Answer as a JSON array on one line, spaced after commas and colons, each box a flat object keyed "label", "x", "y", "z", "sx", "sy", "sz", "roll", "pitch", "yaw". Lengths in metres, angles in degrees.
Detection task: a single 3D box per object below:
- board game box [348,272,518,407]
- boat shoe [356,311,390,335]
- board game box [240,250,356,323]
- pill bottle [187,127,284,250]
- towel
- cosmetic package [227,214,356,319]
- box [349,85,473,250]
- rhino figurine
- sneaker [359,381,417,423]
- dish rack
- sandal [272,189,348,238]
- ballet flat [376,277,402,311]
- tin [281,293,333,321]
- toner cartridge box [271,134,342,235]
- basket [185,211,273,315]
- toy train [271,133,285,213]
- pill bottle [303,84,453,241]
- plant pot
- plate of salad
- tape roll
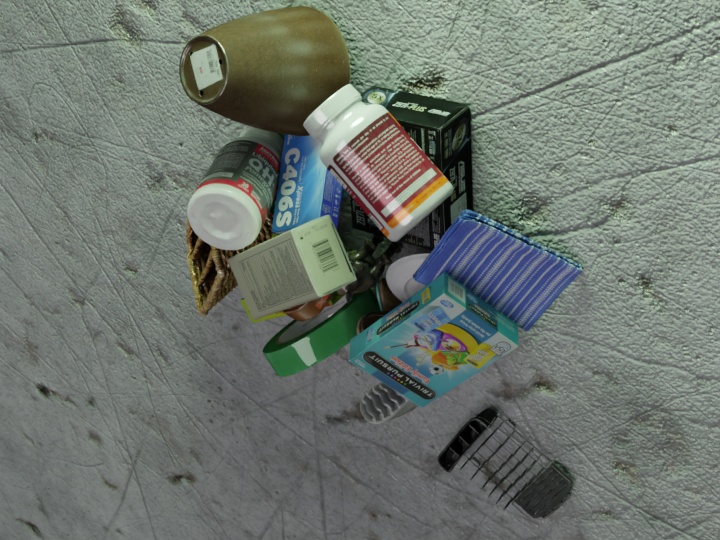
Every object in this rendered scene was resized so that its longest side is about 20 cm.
[{"label": "board game box", "x": 0.105, "y": 0.106, "z": 1.681, "sx": 0.151, "sy": 0.047, "sz": 0.200, "roll": 34, "pitch": 127, "yaw": -25}, {"label": "boat shoe", "x": 0.097, "y": 0.095, "z": 1.751, "sx": 0.202, "sy": 0.075, "sz": 0.075, "roll": 11, "pitch": 155, "yaw": -11}, {"label": "board game box", "x": -0.094, "y": 0.028, "z": 1.899, "sx": 0.200, "sy": 0.102, "sz": 0.048, "roll": -14, "pitch": 111, "yaw": 44}, {"label": "pill bottle", "x": -0.175, "y": -0.130, "z": 1.727, "sx": 0.111, "sy": 0.200, "sz": 0.111, "roll": 8, "pitch": 130, "yaw": 10}, {"label": "towel", "x": 0.190, "y": 0.004, "z": 1.620, "sx": 0.200, "sy": 0.024, "sz": 0.145, "roll": 24, "pitch": 128, "yaw": -15}, {"label": "cosmetic package", "x": -0.100, "y": -0.002, "z": 1.648, "sx": 0.200, "sy": 0.071, "sz": 0.105, "roll": -17, "pitch": 96, "yaw": 56}, {"label": "box", "x": 0.069, "y": -0.145, "z": 1.650, "sx": 0.164, "sy": 0.086, "sz": 0.200, "roll": 16, "pitch": 128, "yaw": 30}, {"label": "rhino figurine", "x": 0.000, "y": 0.000, "z": 1.717, "sx": 0.060, "sy": 0.200, "sz": 0.087, "roll": 44, "pitch": 107, "yaw": 2}, {"label": "sneaker", "x": 0.090, "y": 0.173, "z": 1.830, "sx": 0.075, "sy": 0.200, "sz": 0.082, "roll": 61, "pitch": -176, "yaw": 15}, {"label": "dish rack", "x": 0.238, "y": 0.323, "z": 1.872, "sx": 0.200, "sy": 0.055, "sz": 0.153, "roll": 41, "pitch": 138, "yaw": 9}, {"label": "sandal", "x": -0.070, "y": -0.080, "z": 1.764, "sx": 0.079, "sy": 0.087, "sz": 0.200, "roll": 19, "pitch": 86, "yaw": 40}, {"label": "ballet flat", "x": 0.080, "y": 0.096, "z": 1.840, "sx": 0.072, "sy": 0.068, "sz": 0.200, "roll": -4, "pitch": 119, "yaw": 19}, {"label": "tin", "x": -0.101, "y": 0.012, "z": 1.807, "sx": 0.042, "sy": 0.112, "sz": 0.200, "roll": 32, "pitch": 178, "yaw": -33}, {"label": "toner cartridge box", "x": -0.071, "y": -0.149, "z": 1.703, "sx": 0.095, "sy": 0.043, "sz": 0.200, "roll": -4, "pitch": 73, "yaw": 38}, {"label": "basket", "x": -0.241, "y": -0.045, "z": 1.903, "sx": 0.143, "sy": 0.149, "sz": 0.200, "roll": 46, "pitch": 154, "yaw": 3}, {"label": "toy train", "x": -0.134, "y": -0.174, "z": 1.835, "sx": 0.056, "sy": 0.042, "sz": 0.200, "roll": 21, "pitch": 132, "yaw": 14}, {"label": "pill bottle", "x": 0.021, "y": -0.146, "z": 1.543, "sx": 0.200, "sy": 0.113, "sz": 0.113, "roll": 49, "pitch": 138, "yaw": 0}, {"label": "plant pot", "x": -0.148, "y": -0.279, "z": 1.610, "sx": 0.187, "sy": 0.200, "sz": 0.187, "roll": 6, "pitch": 100, "yaw": 37}, {"label": "plate of salad", "x": 0.137, "y": 0.023, "z": 1.719, "sx": 0.200, "sy": 0.048, "sz": 0.200, "roll": 13, "pitch": 152, "yaw": 7}, {"label": "tape roll", "x": -0.061, "y": 0.094, "z": 1.845, "sx": 0.200, "sy": 0.200, "sz": 0.048, "roll": -24, "pitch": 102, "yaw": 46}]
